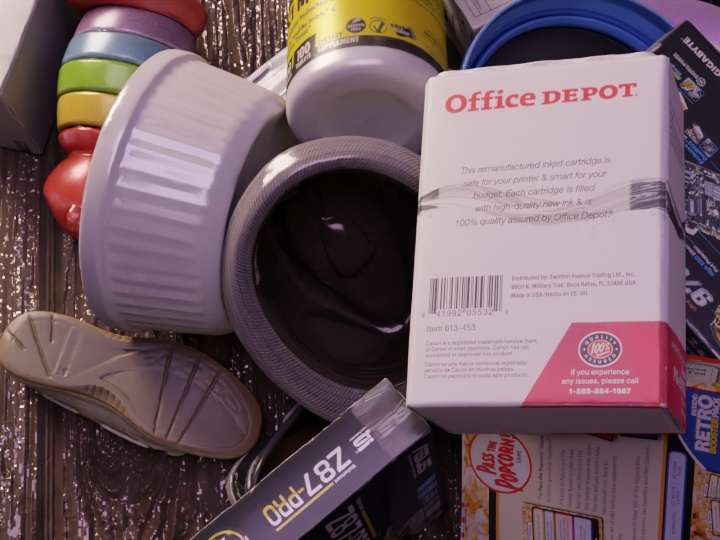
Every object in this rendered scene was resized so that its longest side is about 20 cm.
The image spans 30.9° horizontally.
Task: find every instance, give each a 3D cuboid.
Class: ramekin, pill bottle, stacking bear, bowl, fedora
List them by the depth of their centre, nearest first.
[{"bbox_3d":[0.000,0.000,0.875,0.177,0.090,0.200,-43,105,8],"label":"fedora"},{"bbox_3d":[0.156,-0.097,0.903,0.199,0.039,0.202,4,74,-13],"label":"bowl"},{"bbox_3d":[-0.109,-0.047,0.918,0.094,0.203,0.203,13,70,14],"label":"ramekin"},{"bbox_3d":[0.004,-0.183,0.928,0.112,0.113,0.201,-4,56,4],"label":"pill bottle"},{"bbox_3d":[-0.191,-0.118,1.012,0.113,0.121,0.201,7,78,16],"label":"stacking bear"}]

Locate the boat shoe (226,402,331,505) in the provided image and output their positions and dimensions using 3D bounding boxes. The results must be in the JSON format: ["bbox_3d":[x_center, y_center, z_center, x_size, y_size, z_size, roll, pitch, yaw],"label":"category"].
[{"bbox_3d":[-0.004,0.104,0.912,0.200,0.068,0.072,-37,82,-21],"label":"boat shoe"}]

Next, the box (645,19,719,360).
[{"bbox_3d":[0.223,-0.043,0.854,0.159,0.046,0.200,-40,84,-19],"label":"box"}]

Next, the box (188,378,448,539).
[{"bbox_3d":[-0.023,0.163,0.826,0.161,0.200,0.049,-40,68,-12],"label":"box"}]

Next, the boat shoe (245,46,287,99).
[{"bbox_3d":[-0.032,-0.172,1.034,0.201,0.070,0.071,-44,72,-11],"label":"boat shoe"}]

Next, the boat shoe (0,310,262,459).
[{"bbox_3d":[-0.166,0.089,0.954,0.200,0.063,0.074,16,65,5],"label":"boat shoe"}]

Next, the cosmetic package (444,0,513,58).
[{"bbox_3d":[0.155,-0.253,1.048,0.199,0.073,0.104,-24,68,-5],"label":"cosmetic package"}]

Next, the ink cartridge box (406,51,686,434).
[{"bbox_3d":[0.110,-0.012,0.750,0.144,0.084,0.201,-3,72,22],"label":"ink cartridge box"}]

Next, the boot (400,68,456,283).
[{"bbox_3d":[0.025,-0.070,0.984,0.154,0.072,0.201,32,97,31],"label":"boot"}]

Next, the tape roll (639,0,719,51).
[{"bbox_3d":[0.227,-0.105,0.986,0.199,0.066,0.201,-2,67,5],"label":"tape roll"}]

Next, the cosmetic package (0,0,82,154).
[{"bbox_3d":[-0.276,-0.207,1.053,0.090,0.107,0.201,14,68,10],"label":"cosmetic package"}]

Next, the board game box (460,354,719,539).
[{"bbox_3d":[0.159,0.122,0.801,0.199,0.046,0.152,10,112,28],"label":"board game box"}]
